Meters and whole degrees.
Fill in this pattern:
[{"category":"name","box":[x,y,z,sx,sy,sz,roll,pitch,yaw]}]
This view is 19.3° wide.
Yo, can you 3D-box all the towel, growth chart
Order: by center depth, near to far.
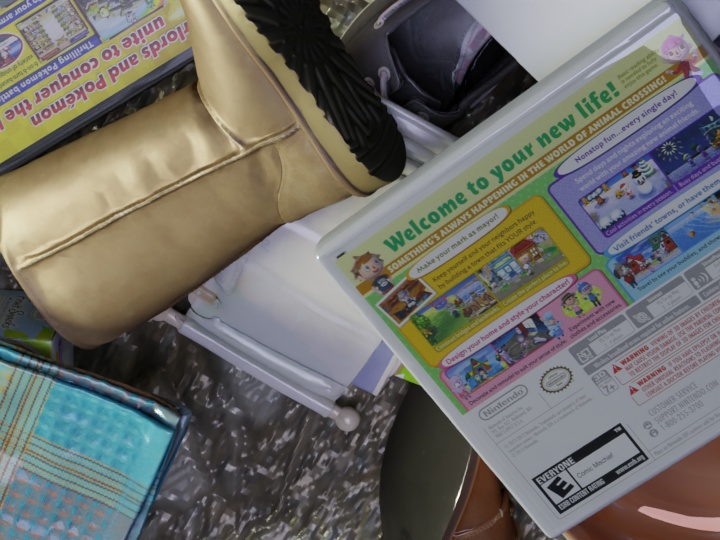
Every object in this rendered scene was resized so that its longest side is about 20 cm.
[{"category":"growth chart","box":[0.000,0.000,1.034,0.144,0.018,0.200,35,125,-9]},{"category":"towel","box":[-0.199,0.097,1.042,0.199,0.022,0.148,21,110,-6]}]

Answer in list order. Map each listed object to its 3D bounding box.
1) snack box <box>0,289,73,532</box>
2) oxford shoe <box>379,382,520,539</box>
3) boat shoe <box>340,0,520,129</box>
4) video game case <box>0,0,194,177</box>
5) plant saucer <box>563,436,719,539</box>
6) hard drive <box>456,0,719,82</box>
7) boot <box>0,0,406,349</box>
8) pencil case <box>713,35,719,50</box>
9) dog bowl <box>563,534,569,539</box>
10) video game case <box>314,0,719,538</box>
[{"category":"snack box","box":[-0.249,0.093,1.089,0.198,0.068,0.170,2,112,1]},{"category":"oxford shoe","box":[0.052,0.126,1.096,0.071,0.071,0.202,-2,113,-28]},{"category":"boat shoe","box":[0.044,-0.113,0.992,0.067,0.057,0.200,43,108,-13]},{"category":"video game case","box":[-0.181,-0.145,1.011,0.199,0.026,0.181,-29,107,13]},{"category":"plant saucer","box":[0.170,0.059,1.003,0.198,0.038,0.202,1,113,2]},{"category":"hard drive","box":[0.127,-0.168,0.904,0.132,0.026,0.200,44,119,1]},{"category":"boot","box":[-0.101,-0.068,0.982,0.199,0.066,0.176,-24,103,31]},{"category":"pencil case","box":[0.162,-0.125,0.970,0.077,0.089,0.202,-7,115,-24]},{"category":"dog bowl","box":[0.171,0.073,1.060,0.198,0.059,0.202,1,113,3]},{"category":"video game case","box":[0.111,0.003,0.948,0.199,0.022,0.182,-35,106,20]}]
